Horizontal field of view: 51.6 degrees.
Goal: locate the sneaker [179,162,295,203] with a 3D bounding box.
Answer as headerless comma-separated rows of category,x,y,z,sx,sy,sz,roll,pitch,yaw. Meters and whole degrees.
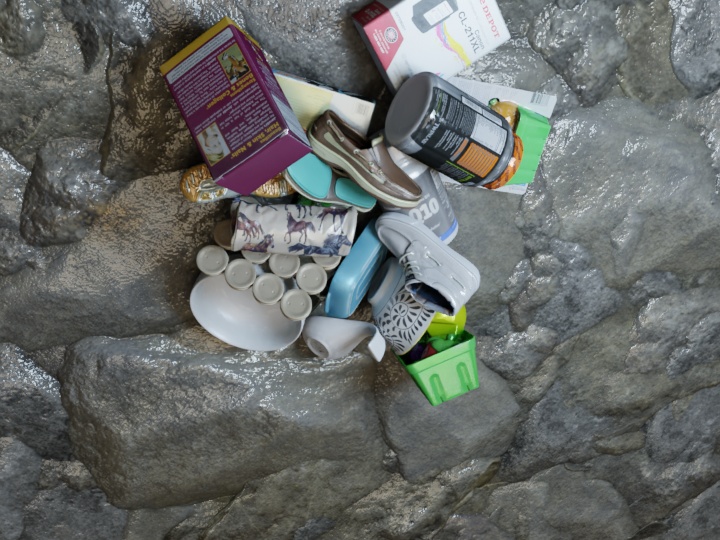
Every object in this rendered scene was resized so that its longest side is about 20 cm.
sneaker,-0.187,-0.153,1.181,0.197,0.088,0.077,-5,102,-15

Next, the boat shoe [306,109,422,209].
boat shoe,0.015,-0.170,1.124,0.201,0.075,0.075,30,124,-8

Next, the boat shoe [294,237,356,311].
boat shoe,-0.074,0.019,1.312,0.071,0.068,0.201,31,107,-29

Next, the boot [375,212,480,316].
boot,0.091,-0.010,1.186,0.199,0.096,0.074,33,139,12

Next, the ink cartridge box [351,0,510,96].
ink cartridge box,0.109,-0.375,1.146,0.199,0.083,0.146,-33,120,3

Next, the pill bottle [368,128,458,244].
pill bottle,0.081,-0.135,1.244,0.113,0.114,0.201,-26,118,-1

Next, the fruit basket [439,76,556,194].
fruit basket,0.209,-0.227,1.258,0.197,0.094,0.187,12,123,0

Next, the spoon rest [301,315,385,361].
spoon rest,-0.029,0.121,1.326,0.061,0.199,0.100,-49,122,-32

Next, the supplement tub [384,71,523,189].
supplement tub,0.146,-0.206,1.134,0.198,0.123,0.123,23,109,-30

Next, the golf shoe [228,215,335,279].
golf shoe,-0.131,-0.034,1.244,0.198,0.076,0.092,23,130,3

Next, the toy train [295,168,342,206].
toy train,-0.063,-0.145,1.245,0.056,0.042,0.201,26,108,-15

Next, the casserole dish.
casserole dish,0.000,0.000,1.259,0.038,0.201,0.122,24,141,11

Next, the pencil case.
pencil case,-0.100,-0.067,1.145,0.197,0.090,0.078,3,137,-8

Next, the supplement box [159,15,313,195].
supplement box,-0.176,-0.231,1.061,0.130,0.202,0.103,-30,166,13

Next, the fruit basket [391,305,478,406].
fruit basket,0.133,0.118,1.358,0.154,0.216,0.218,-22,121,-4

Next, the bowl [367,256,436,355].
bowl,0.073,0.036,1.302,0.093,0.201,0.202,29,107,-10

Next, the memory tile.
memory tile,-0.142,-0.021,1.172,0.198,0.017,0.154,27,66,3

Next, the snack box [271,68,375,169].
snack box,-0.086,-0.237,1.167,0.197,0.037,0.117,15,112,-8

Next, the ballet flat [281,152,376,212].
ballet flat,-0.060,-0.133,1.168,0.199,0.062,0.068,22,77,-40

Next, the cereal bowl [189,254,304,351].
cereal bowl,-0.184,0.044,1.263,0.197,0.084,0.202,7,137,6
